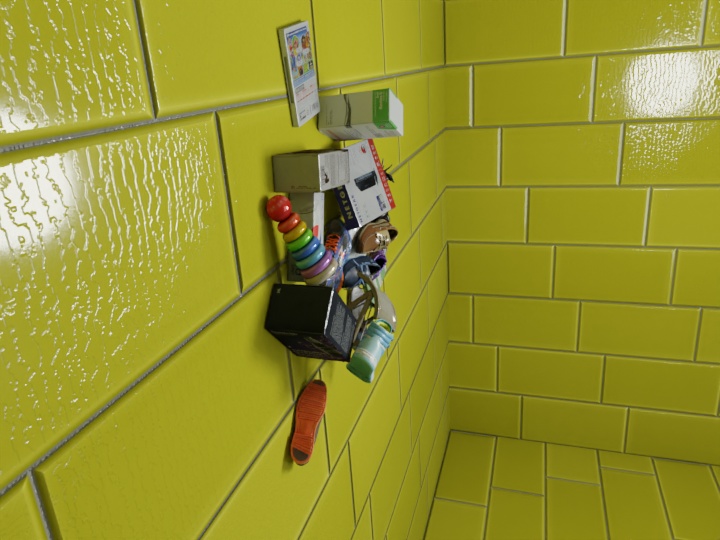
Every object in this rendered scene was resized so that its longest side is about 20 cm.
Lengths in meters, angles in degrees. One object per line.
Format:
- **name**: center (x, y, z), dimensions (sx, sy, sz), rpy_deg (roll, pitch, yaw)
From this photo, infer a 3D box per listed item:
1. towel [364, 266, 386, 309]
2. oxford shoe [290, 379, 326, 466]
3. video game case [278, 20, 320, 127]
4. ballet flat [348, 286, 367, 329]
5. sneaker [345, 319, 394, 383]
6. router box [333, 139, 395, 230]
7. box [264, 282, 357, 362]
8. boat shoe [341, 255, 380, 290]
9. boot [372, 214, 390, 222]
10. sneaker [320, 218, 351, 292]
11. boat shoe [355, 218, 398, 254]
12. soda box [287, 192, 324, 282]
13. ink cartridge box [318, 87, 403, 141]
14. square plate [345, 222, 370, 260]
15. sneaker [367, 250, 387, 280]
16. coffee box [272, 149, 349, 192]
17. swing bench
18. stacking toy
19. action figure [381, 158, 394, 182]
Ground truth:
- **towel**: center (0.048, 0.007, 1.929), dimensions (0.156, 0.023, 0.204), rpy_deg (74, 26, -42)
- **oxford shoe**: center (-0.128, 0.367, 1.364), dimensions (0.074, 0.069, 0.206), rpy_deg (100, 6, -62)
- **video game case**: center (-0.137, -0.451, 1.287), dimensions (0.144, 0.017, 0.207), rpy_deg (-59, 147, -56)
- **ballet flat**: center (-0.009, 0.141, 1.738), dimensions (0.066, 0.046, 0.207), rpy_deg (-29, 119, -33)
- **sneaker**: center (0.029, 0.193, 1.370), dimensions (0.133, 0.078, 0.201), rpy_deg (-57, 177, -22)
- **router box**: center (0.000, -0.235, 1.515), dimensions (0.178, 0.048, 0.206), rpy_deg (-32, 105, -46)
- **box**: center (-0.105, 0.119, 1.253), dimensions (0.201, 0.142, 0.108), rpy_deg (56, 41, -60)
- **boat shoe**: center (0.000, 0.000, 1.561), dimensions (0.199, 0.067, 0.087), rpy_deg (-39, 144, -55)
- **boot**: center (0.060, -0.157, 1.794), dimensions (0.213, 0.076, 0.163), rpy_deg (-87, 171, -64)
- **sneaker**: center (-0.072, -0.039, 1.461), dimensions (0.078, 0.073, 0.208), rpy_deg (39, 53, -64)
- **boat shoe**: center (0.051, -0.096, 1.600), dimensions (0.199, 0.072, 0.078), rpy_deg (-40, 145, -55)
- **soda box**: center (-0.125, -0.078, 1.291), dimensions (0.063, 0.066, 0.209), rpy_deg (-7, 99, -71)
- **ink cartridge box**: center (0.002, -0.396, 1.448), dimensions (0.145, 0.192, 0.088), rpy_deg (3, 86, -72)
- **square plate**: center (-0.021, -0.052, 1.599), dimensions (0.207, 0.028, 0.197), rpy_deg (-70, 160, -1)
- **sneaker**: center (0.060, -0.035, 1.827), dimensions (0.081, 0.082, 0.203), rpy_deg (47, 39, -24)
- **coffee box**: center (-0.105, -0.227, 1.263), dimensions (0.200, 0.109, 0.083), rpy_deg (-40, 130, -68)
- **swing bench**: center (0.007, 0.139, 1.500), dimensions (0.201, 0.129, 0.199), rpy_deg (-50, 156, 0)
- **stacking toy**: center (-0.130, -0.071, 1.190), dimensions (0.203, 0.083, 0.086), rpy_deg (58, 31, -19)
- **action figure**: center (0.020, -0.248, 1.651), dimensions (0.200, 0.118, 0.103), rpy_deg (-46, 171, -38)
